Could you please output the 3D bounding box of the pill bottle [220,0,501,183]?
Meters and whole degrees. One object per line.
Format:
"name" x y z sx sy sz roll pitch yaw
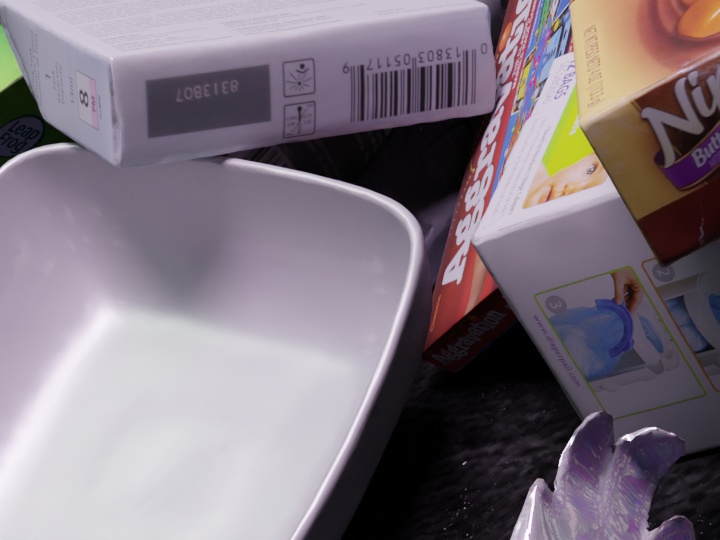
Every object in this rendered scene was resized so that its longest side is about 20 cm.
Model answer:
"pill bottle" -0.030 -0.073 1.066 0.113 0.114 0.200 -5 36 49

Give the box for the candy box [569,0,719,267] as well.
"candy box" 0.123 -0.092 0.717 0.116 0.057 0.201 -27 26 17

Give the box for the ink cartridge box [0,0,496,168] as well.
"ink cartridge box" -0.062 -0.097 0.963 0.161 0.058 0.200 -11 18 -26

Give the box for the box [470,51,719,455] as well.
"box" 0.154 -0.029 0.755 0.199 0.102 0.113 -18 28 33

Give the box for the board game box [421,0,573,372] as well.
"board game box" 0.069 -0.069 0.904 0.103 0.019 0.201 132 156 -61

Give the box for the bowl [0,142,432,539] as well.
"bowl" -0.077 0.056 0.851 0.199 0.075 0.201 10 56 28

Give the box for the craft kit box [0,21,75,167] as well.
"craft kit box" -0.199 -0.007 1.079 0.197 0.200 0.049 -37 63 0

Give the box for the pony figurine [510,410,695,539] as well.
"pony figurine" 0.075 0.151 0.480 0.199 0.167 0.194 5 50 34

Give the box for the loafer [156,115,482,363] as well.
"loafer" 0.000 0.000 0.966 0.200 0.072 0.063 -43 -13 -15
